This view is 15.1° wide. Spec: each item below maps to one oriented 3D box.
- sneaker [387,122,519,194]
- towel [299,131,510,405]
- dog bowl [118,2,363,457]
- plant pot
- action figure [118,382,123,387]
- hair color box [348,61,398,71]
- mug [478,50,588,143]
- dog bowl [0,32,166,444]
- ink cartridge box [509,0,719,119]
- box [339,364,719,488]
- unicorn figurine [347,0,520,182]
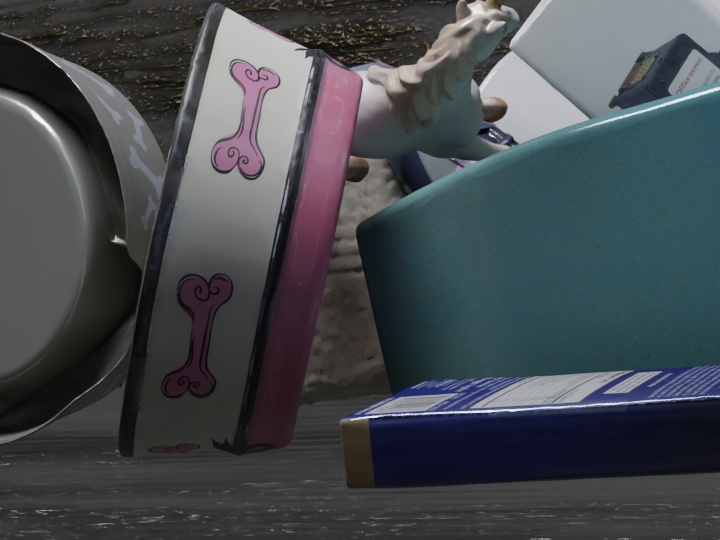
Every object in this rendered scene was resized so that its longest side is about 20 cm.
[{"bbox_3d":[0.089,-0.037,1.337,0.070,0.200,0.082,-25,-30,-37],"label":"sneaker"},{"bbox_3d":[0.000,0.000,1.386,0.200,0.133,0.034,-5,-4,-29],"label":"towel"},{"bbox_3d":[-0.049,-0.011,1.180,0.074,0.200,0.200,12,3,0],"label":"dog bowl"},{"bbox_3d":[0.109,0.001,1.203,0.200,0.141,0.141,-13,1,13],"label":"plant pot"},{"bbox_3d":[-0.136,0.028,1.415,0.119,0.102,0.200,-3,-13,-11],"label":"action figure"},{"bbox_3d":[0.011,-0.060,1.535,0.061,0.099,0.200,21,7,3],"label":"hair color box"},{"bbox_3d":[0.139,-0.041,1.577,0.153,0.149,0.187,24,42,15],"label":"mug"},{"bbox_3d":[-0.173,-0.015,1.313,0.200,0.200,0.059,-3,0,34],"label":"dog bowl"},{"bbox_3d":[0.182,-0.086,1.330,0.084,0.200,0.145,-49,-2,19],"label":"ink cartridge box"},{"bbox_3d":[0.105,0.057,1.047,0.200,0.032,0.121,-6,3,18],"label":"box"},{"bbox_3d":[0.020,-0.079,1.268,0.200,0.074,0.137,-18,-17,20],"label":"unicorn figurine"}]
